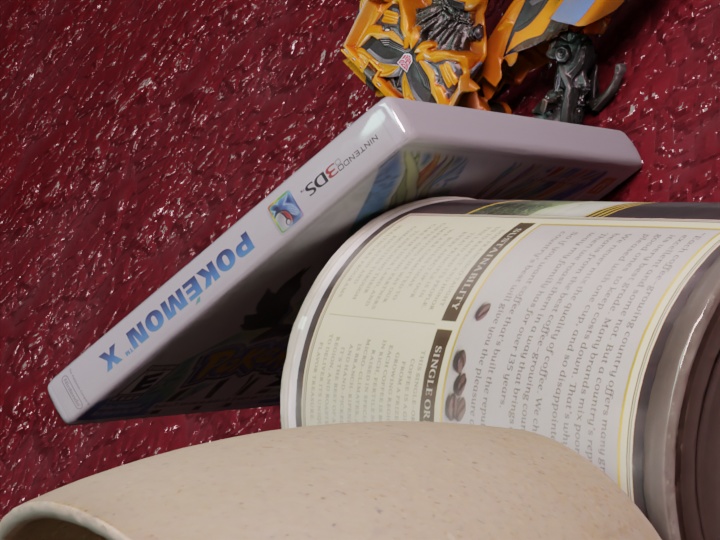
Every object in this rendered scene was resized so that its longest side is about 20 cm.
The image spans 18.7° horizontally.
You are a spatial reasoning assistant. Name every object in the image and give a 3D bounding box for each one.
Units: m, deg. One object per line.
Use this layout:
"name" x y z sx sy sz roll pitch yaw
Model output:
"video game case" 0.000 0.000 0.862 0.182 0.200 0.022 -39 71 25
"cup" 0.011 0.121 0.602 0.143 0.201 0.200 -28 17 -31
"robot figurine" 0.065 -0.135 0.957 0.145 0.058 0.200 47 114 32
"coffee can" 0.086 0.049 0.716 0.200 0.146 0.147 4 63 55
